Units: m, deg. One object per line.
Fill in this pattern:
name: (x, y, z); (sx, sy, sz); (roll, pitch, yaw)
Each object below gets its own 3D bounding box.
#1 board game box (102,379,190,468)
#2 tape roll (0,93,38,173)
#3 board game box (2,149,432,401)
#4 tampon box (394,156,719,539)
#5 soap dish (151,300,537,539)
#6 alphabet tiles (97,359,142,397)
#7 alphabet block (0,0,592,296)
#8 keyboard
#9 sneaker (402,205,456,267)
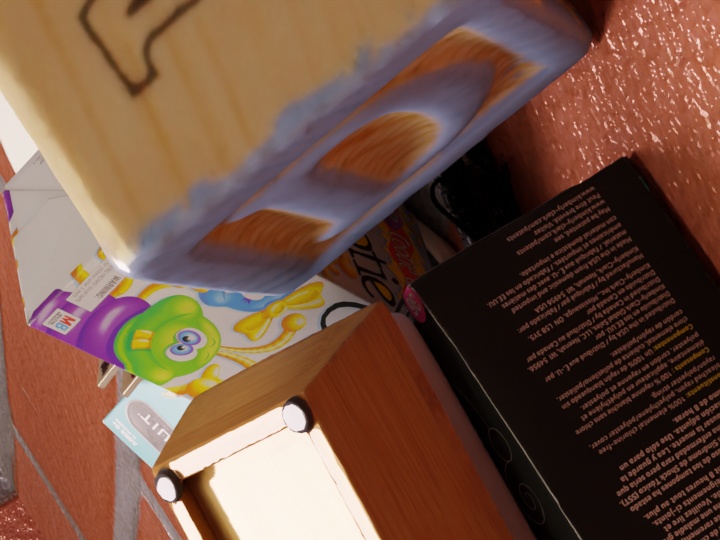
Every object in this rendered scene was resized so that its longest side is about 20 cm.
board game box: (-0.042, 0.080, 1.499); (0.151, 0.047, 0.200); (43, 136, -1)
tape roll: (-0.113, -0.100, 1.408); (0.202, 0.037, 0.204); (9, 110, 27)
board game box: (-0.064, -0.001, 1.305); (0.199, 0.105, 0.103); (27, -150, -36)
tampon box: (0.114, 0.080, 1.215); (0.201, 0.126, 0.150); (57, 163, 12)
soap dish: (0.001, 0.131, 1.187); (0.157, 0.081, 0.201); (-28, 91, 48)
alphabet tiles: (-0.103, -0.026, 1.528); (0.200, 0.006, 0.167); (-49, 29, 36)
alphabet block: (-0.048, -0.127, 1.123); (0.200, 0.196, 0.195); (55, -167, 13)
keyboard: (0.052, -0.032, 1.365); (0.201, 0.040, 0.104); (64, 164, -14)
sneaker: (0.000, 0.000, 1.486); (0.200, 0.084, 0.075); (53, 162, 23)
